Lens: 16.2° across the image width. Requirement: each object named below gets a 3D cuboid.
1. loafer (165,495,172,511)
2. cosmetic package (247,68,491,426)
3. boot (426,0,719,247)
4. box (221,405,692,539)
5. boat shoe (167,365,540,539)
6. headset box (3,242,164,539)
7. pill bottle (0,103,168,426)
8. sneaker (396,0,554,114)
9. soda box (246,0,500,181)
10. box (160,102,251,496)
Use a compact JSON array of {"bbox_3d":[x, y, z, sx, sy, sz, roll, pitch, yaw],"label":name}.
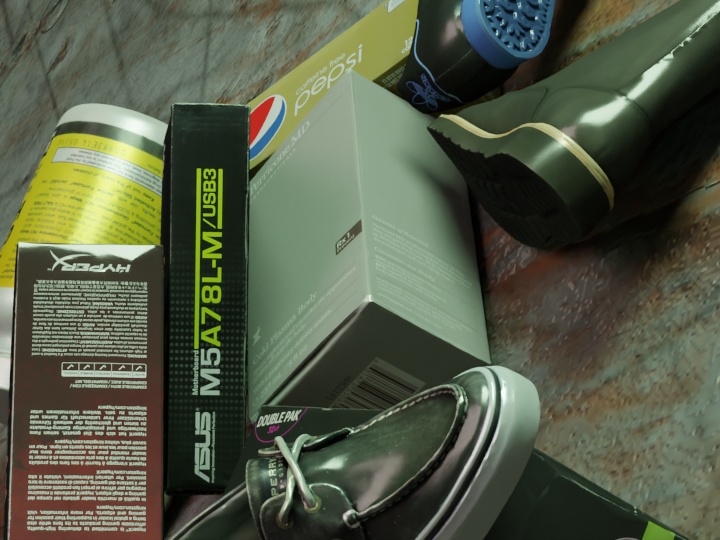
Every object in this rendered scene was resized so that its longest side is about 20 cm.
[{"bbox_3d":[-0.163,0.143,1.469,0.076,0.068,0.201,15,81,61],"label":"loafer"},{"bbox_3d":[0.000,0.000,1.325,0.107,0.090,0.200,-48,30,27],"label":"cosmetic package"},{"bbox_3d":[0.118,-0.082,1.244,0.138,0.078,0.200,-43,18,-7],"label":"boot"},{"bbox_3d":[0.020,0.150,1.074,0.200,0.124,0.149,-4,59,61],"label":"box"},{"bbox_3d":[-0.017,0.098,0.967,0.200,0.071,0.072,-43,30,27],"label":"boat shoe"},{"bbox_3d":[-0.134,0.107,1.226,0.149,0.077,0.201,104,165,-63],"label":"headset box"},{"bbox_3d":[-0.176,0.004,1.611,0.112,0.112,0.201,-15,49,56],"label":"pill bottle"},{"bbox_3d":[0.073,-0.158,1.348,0.078,0.070,0.200,-32,18,38],"label":"sneaker"},{"bbox_3d":[-0.014,-0.079,1.439,0.200,0.068,0.064,-34,36,32],"label":"soda box"},{"bbox_3d":[-0.083,0.018,1.325,0.200,0.047,0.194,164,105,-84],"label":"box"}]
